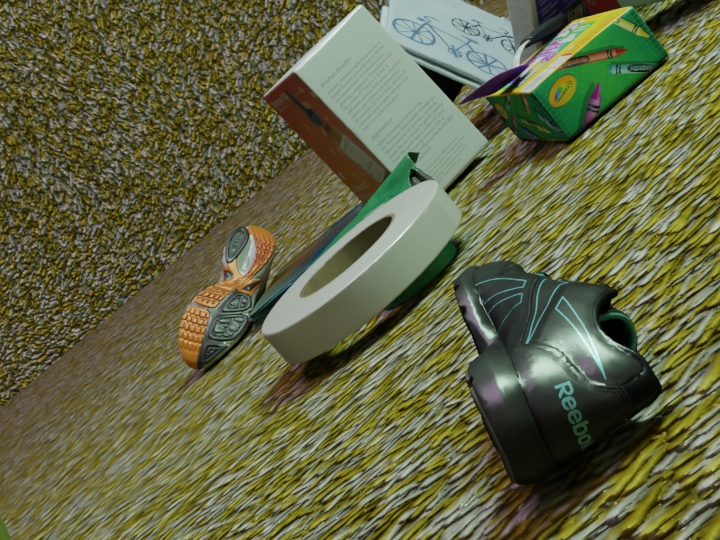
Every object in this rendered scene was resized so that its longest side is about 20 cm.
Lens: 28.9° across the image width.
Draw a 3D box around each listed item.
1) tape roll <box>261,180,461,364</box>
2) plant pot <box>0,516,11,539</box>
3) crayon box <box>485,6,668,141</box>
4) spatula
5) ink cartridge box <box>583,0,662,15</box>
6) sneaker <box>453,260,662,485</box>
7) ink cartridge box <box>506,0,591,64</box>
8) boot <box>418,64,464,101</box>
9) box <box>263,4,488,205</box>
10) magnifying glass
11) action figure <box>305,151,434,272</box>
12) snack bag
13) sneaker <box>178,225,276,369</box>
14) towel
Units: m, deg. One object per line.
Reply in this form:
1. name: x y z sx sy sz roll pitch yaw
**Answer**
1. tape roll: 0.000 0.000 1.197 0.203 0.037 0.203 -40 11 9
2. plant pot: -0.422 0.249 1.328 0.187 0.200 0.187 -39 8 7
3. crayon box: 0.196 -0.181 1.303 0.119 0.058 0.200 -40 9 -1
4. spatula: 0.156 -0.207 1.337 0.056 0.021 0.200 -36 8 44
5. ink cartridge box: 0.279 -0.337 1.323 0.084 0.145 0.200 -44 23 -26
6. sneaker: 0.095 0.039 0.679 0.079 0.076 0.200 -25 18 8
7. ink cartridge box: 0.226 -0.322 1.487 0.043 0.200 0.198 23 55 33
8. boot: 0.100 -0.197 1.712 0.200 0.164 0.066 -60 37 14
9. box: 0.013 -0.163 1.503 0.106 0.200 0.152 -47 9 -14
10. magnifying glass: 0.020 0.010 1.234 0.080 0.022 0.200 -46 9 -26
11. action figure: -0.005 -0.022 1.384 0.200 0.055 0.118 -44 8 22
12. snack bag: 0.109 -0.263 1.580 0.200 0.188 0.021 -83 17 -56
13. sneaker: -0.153 0.047 1.669 0.092 0.075 0.200 93 -160 -54
14. towel: -0.056 -0.010 1.652 0.147 0.022 0.200 -38 8 16
